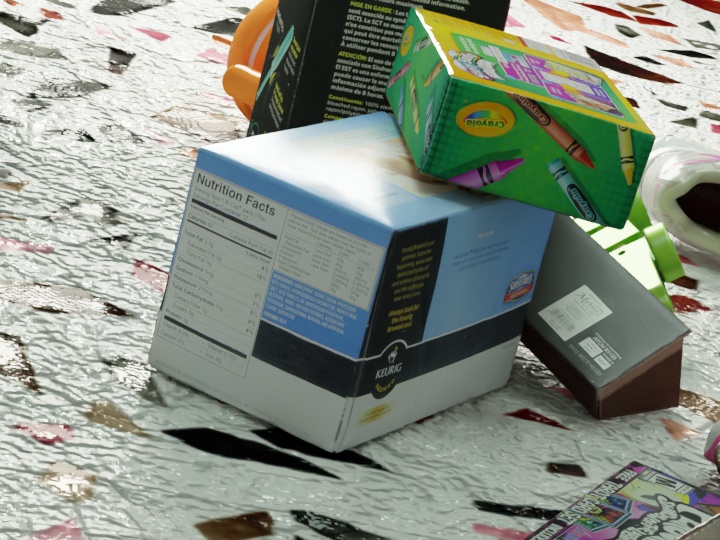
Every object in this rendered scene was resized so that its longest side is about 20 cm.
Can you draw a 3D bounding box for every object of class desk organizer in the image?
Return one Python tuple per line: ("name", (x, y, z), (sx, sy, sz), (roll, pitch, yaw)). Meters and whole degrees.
("desk organizer", (0.106, 0.015, 1.566), (0.072, 0.077, 0.200), (-31, 56, -20))

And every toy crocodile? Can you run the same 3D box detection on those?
("toy crocodile", (0.173, -0.006, 1.723), (0.067, 0.062, 0.200), (-26, 23, 3))

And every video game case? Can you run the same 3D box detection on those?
("video game case", (0.172, 0.162, 1.242), (0.181, 0.036, 0.200), (23, 19, 21))

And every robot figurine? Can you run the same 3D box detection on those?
("robot figurine", (-0.015, -0.135, 1.869), (0.144, 0.117, 0.200), (-44, 47, -18))

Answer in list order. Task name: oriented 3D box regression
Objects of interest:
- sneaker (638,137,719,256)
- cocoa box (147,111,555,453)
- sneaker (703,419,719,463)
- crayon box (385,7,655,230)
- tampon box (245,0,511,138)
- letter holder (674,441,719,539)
("sneaker", (0.292, -0.040, 1.868), (0.200, 0.082, 0.088), (6, 19, 0))
("cocoa box", (0.000, 0.000, 1.441), (0.133, 0.131, 0.200), (23, 20, 26))
("sneaker", (0.275, 0.085, 1.467), (0.200, 0.088, 0.081), (-1, 23, -40))
("crayon box", (0.086, -0.089, 1.469), (0.119, 0.058, 0.200), (16, 15, -9))
("tampon box", (0.007, -0.118, 1.692), (0.126, 0.200, 0.150), (11, 18, -11))
("letter holder", (0.202, 0.155, 1.008), (0.142, 0.101, 0.200), (-27, 47, -22))
